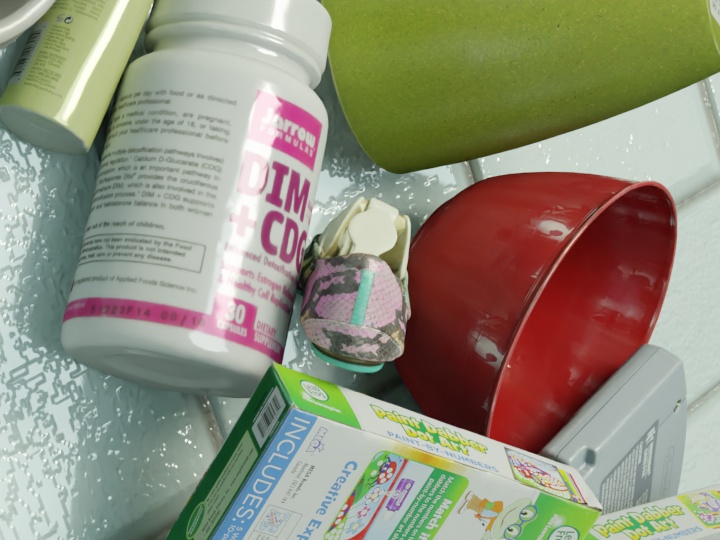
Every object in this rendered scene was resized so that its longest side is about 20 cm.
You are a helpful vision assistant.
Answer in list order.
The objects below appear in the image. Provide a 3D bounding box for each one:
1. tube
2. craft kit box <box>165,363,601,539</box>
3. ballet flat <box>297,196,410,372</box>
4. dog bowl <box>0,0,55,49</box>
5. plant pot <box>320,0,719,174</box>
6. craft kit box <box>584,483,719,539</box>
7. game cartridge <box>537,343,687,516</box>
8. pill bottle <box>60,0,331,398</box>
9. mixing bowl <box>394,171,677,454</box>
[{"bbox_3d":[-0.124,-0.157,0.999,0.058,0.052,0.201,20,73,0],"label":"tube"},{"bbox_3d":[-0.007,0.164,0.998,0.197,0.049,0.200,23,110,-28],"label":"craft kit box"},{"bbox_3d":[0.000,0.000,1.023,0.069,0.200,0.072,17,98,-4],"label":"ballet flat"},{"bbox_3d":[-0.215,-0.187,0.922,0.199,0.059,0.201,5,83,-42],"label":"dog bowl"},{"bbox_3d":[0.107,-0.152,1.083,0.187,0.199,0.188,-1,90,-65],"label":"plant pot"},{"bbox_3d":[0.136,0.234,1.160,0.199,0.048,0.198,-8,121,-42],"label":"craft kit box"},{"bbox_3d":[0.151,0.145,1.193,0.133,0.040,0.201,-36,142,-35],"label":"game cartridge"},{"bbox_3d":[-0.079,-0.044,0.999,0.113,0.113,0.201,22,72,-39],"label":"pill bottle"},{"bbox_3d":[0.087,0.020,1.126,0.200,0.108,0.201,-42,148,-35],"label":"mixing bowl"}]
